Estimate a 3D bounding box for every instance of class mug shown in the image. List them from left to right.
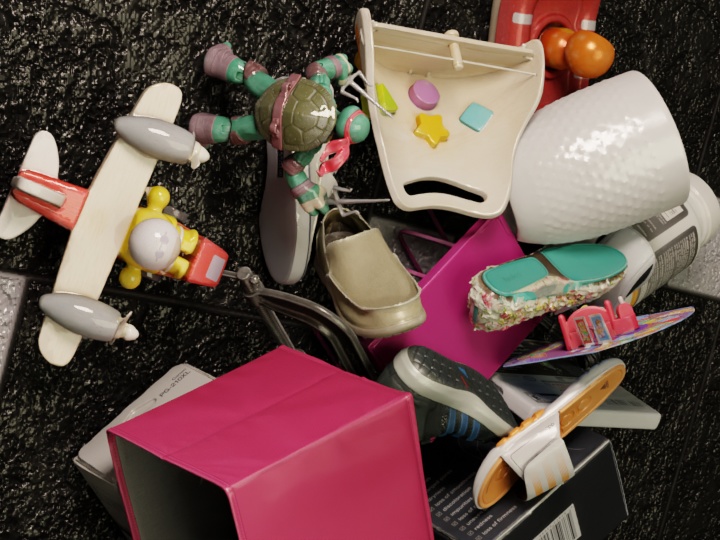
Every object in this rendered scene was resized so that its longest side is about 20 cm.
[{"bbox_3d":[0.224,-0.094,1.549,0.175,0.148,0.200,-22,158,-5],"label":"mug"}]

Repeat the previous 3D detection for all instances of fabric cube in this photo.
[{"bbox_3d":[-0.073,0.209,1.323,0.199,0.200,0.197,-23,114,-34],"label":"fabric cube"}]

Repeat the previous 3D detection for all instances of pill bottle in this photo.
[{"bbox_3d":[0.315,-0.033,1.713,0.200,0.116,0.117,-30,119,-35],"label":"pill bottle"}]

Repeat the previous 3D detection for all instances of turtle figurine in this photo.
[{"bbox_3d":[-0.054,-0.138,1.351,0.150,0.199,0.101,-68,158,-11],"label":"turtle figurine"}]

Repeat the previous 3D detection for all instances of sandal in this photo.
[{"bbox_3d":[0.197,0.169,1.482,0.207,0.059,0.079,-41,148,-7],"label":"sandal"}]

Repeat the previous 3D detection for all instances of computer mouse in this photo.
[{"bbox_3d":[0.246,0.025,1.624,0.044,0.110,0.200,-34,163,-39],"label":"computer mouse"}]

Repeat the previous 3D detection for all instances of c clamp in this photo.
[{"bbox_3d":[-0.063,0.059,1.453,0.027,0.170,0.200,-61,144,-25],"label":"c clamp"}]

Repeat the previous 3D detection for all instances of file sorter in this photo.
[{"bbox_3d":[0.068,0.044,1.543,0.200,0.125,0.139,-46,124,-20],"label":"file sorter"}]

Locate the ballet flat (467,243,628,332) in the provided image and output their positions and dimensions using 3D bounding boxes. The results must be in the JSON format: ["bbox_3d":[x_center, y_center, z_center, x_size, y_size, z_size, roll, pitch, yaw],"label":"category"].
[{"bbox_3d":[0.183,0.017,1.512,0.199,0.076,0.064,-10,136,-34],"label":"ballet flat"}]

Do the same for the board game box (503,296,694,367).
[{"bbox_3d":[0.236,0.050,1.514,0.158,0.200,0.039,-19,93,-36],"label":"board game box"}]

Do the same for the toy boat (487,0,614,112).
[{"bbox_3d":[0.212,-0.234,1.573,0.130,0.131,0.201,-4,105,-37],"label":"toy boat"}]

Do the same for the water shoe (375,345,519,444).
[{"bbox_3d":[0.079,0.132,1.462,0.079,0.072,0.200,-40,137,16],"label":"water shoe"}]

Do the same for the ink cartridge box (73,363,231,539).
[{"bbox_3d":[-0.158,0.213,1.442,0.145,0.084,0.200,-42,124,-23],"label":"ink cartridge box"}]

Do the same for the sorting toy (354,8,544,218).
[{"bbox_3d":[0.076,-0.139,1.453,0.199,0.107,0.181,6,67,-25],"label":"sorting toy"}]

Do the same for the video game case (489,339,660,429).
[{"bbox_3d":[0.198,0.119,1.629,0.199,0.182,0.023,7,110,-38],"label":"video game case"}]

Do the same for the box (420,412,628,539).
[{"bbox_3d":[0.142,0.241,1.604,0.200,0.196,0.124,-36,129,-24],"label":"box"}]

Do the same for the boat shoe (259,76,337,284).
[{"bbox_3d":[-0.052,-0.087,1.454,0.070,0.071,0.201,-4,98,-34],"label":"boat shoe"}]

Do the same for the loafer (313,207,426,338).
[{"bbox_3d":[0.000,0.000,1.432,0.075,0.200,0.069,-20,120,-16],"label":"loafer"}]

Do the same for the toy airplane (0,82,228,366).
[{"bbox_3d":[-0.210,-0.040,1.296,0.199,0.141,0.201,-27,118,-28],"label":"toy airplane"}]
